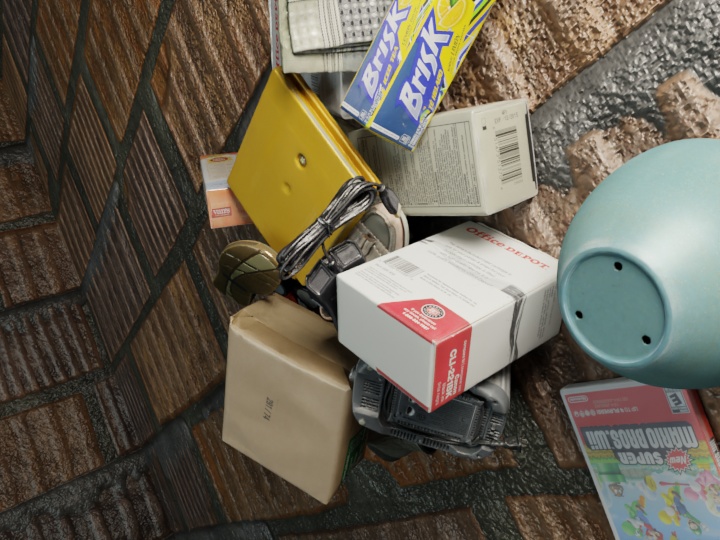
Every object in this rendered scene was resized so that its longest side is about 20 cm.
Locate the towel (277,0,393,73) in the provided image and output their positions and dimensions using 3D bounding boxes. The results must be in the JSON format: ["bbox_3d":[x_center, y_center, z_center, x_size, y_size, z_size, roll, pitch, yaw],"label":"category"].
[{"bbox_3d":[0.006,-0.297,0.631,0.034,0.190,0.203,33,130,49],"label":"towel"}]

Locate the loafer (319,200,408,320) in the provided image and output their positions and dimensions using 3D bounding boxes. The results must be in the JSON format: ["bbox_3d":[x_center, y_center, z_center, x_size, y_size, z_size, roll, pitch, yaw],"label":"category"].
[{"bbox_3d":[0.000,0.000,0.759,0.072,0.062,0.201,50,147,18],"label":"loafer"}]

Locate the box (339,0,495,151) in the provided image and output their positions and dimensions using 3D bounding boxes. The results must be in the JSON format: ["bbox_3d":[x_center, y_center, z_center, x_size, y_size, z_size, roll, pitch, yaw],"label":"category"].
[{"bbox_3d":[0.061,-0.224,0.617,0.202,0.064,0.070,-61,38,15],"label":"box"}]

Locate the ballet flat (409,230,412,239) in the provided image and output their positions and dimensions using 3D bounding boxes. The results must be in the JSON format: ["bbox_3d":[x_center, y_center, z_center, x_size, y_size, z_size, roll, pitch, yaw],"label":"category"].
[{"bbox_3d":[0.038,-0.018,0.825,0.068,0.066,0.203,4,107,60],"label":"ballet flat"}]

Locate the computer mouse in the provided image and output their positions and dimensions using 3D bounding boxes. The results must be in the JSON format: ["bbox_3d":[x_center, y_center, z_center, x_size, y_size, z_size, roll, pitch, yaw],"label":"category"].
[{"bbox_3d":[-0.007,-0.017,0.673,0.046,0.141,0.200,41,175,35],"label":"computer mouse"}]

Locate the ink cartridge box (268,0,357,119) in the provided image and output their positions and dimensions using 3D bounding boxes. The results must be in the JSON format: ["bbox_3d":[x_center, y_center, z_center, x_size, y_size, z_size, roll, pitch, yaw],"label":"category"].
[{"bbox_3d":[-0.034,-0.278,0.767,0.200,0.085,0.149,41,137,53],"label":"ink cartridge box"}]

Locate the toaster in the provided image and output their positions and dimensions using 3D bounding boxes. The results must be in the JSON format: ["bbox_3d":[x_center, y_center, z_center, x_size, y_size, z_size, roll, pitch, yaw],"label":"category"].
[{"bbox_3d":[0.092,0.117,0.715,0.197,0.130,0.115,13,124,10],"label":"toaster"}]

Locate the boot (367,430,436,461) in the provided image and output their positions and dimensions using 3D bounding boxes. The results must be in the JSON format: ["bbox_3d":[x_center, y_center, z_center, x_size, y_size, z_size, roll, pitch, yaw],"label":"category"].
[{"bbox_3d":[0.010,0.197,0.903,0.198,0.068,0.131,32,151,-6],"label":"boot"}]

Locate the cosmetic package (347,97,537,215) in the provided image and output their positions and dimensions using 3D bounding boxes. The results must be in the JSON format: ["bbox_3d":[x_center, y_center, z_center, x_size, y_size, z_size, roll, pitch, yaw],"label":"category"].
[{"bbox_3d":[0.083,-0.118,0.697,0.199,0.086,0.105,8,114,52],"label":"cosmetic package"}]

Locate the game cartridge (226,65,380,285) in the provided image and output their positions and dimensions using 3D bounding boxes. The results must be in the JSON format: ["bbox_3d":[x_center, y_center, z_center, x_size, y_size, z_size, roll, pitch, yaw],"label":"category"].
[{"bbox_3d":[-0.074,-0.099,0.740,0.177,0.032,0.200,55,142,11],"label":"game cartridge"}]

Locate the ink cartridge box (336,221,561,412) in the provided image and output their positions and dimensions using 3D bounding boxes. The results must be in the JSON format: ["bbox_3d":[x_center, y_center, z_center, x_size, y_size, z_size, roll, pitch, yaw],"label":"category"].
[{"bbox_3d":[0.095,0.035,0.656,0.144,0.198,0.085,32,134,42],"label":"ink cartridge box"}]

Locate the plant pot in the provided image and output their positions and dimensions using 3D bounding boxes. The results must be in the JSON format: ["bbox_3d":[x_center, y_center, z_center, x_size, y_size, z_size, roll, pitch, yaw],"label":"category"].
[{"bbox_3d":[0.233,0.010,0.504,0.199,0.133,0.203,29,128,45],"label":"plant pot"}]

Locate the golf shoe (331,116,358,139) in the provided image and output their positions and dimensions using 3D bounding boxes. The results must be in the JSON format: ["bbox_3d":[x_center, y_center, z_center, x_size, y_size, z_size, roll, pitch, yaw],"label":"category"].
[{"bbox_3d":[-0.047,-0.100,0.809,0.076,0.090,0.202,-95,12,-47],"label":"golf shoe"}]

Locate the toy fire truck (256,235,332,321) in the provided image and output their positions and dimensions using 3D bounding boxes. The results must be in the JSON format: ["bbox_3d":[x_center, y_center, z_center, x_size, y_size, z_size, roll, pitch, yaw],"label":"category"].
[{"bbox_3d":[-0.075,0.053,0.945,0.174,0.129,0.201,18,148,35],"label":"toy fire truck"}]

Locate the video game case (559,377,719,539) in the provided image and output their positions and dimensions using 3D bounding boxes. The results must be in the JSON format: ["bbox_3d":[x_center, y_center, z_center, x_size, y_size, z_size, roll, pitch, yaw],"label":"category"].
[{"bbox_3d":[0.286,0.201,0.622,0.142,0.017,0.203,-25,85,55],"label":"video game case"}]

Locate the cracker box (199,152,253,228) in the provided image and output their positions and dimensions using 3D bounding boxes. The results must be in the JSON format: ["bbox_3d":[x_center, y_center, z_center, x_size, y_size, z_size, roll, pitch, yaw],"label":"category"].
[{"bbox_3d":[-0.163,-0.126,0.943,0.200,0.132,0.059,-125,30,-63],"label":"cracker box"}]

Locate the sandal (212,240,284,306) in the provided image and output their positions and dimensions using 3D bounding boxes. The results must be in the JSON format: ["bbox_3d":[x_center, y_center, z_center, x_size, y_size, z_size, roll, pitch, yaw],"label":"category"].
[{"bbox_3d":[-0.144,-0.004,0.840,0.080,0.054,0.200,38,155,-8],"label":"sandal"}]

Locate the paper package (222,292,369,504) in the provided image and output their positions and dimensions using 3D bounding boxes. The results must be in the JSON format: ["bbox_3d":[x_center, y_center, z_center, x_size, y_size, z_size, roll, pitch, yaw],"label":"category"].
[{"bbox_3d":[-0.078,0.163,0.834,0.189,0.103,0.203,25,123,22],"label":"paper package"}]
